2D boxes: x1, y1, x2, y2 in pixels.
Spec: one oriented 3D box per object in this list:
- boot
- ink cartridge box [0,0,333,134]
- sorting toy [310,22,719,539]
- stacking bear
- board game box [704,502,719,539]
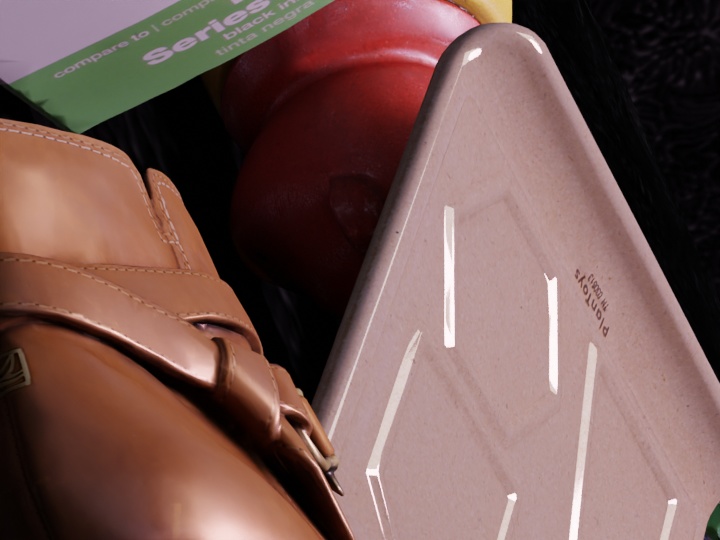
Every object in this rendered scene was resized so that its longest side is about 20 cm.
[{"bbox_3d":[-0.019,0.061,0.578,0.155,0.074,0.200,66,6,27],"label":"boot"},{"bbox_3d":[-0.087,-0.132,0.627,0.146,0.084,0.200,68,9,17],"label":"ink cartridge box"},{"bbox_3d":[0.037,0.064,0.781,0.185,0.036,0.200,59,39,-34],"label":"sorting toy"},{"bbox_3d":[-0.006,-0.072,0.875,0.121,0.113,0.200,50,23,-51],"label":"stacking bear"},{"bbox_3d":[0.121,0.113,1.116,0.134,0.029,0.200,24,-20,39],"label":"board game box"}]
